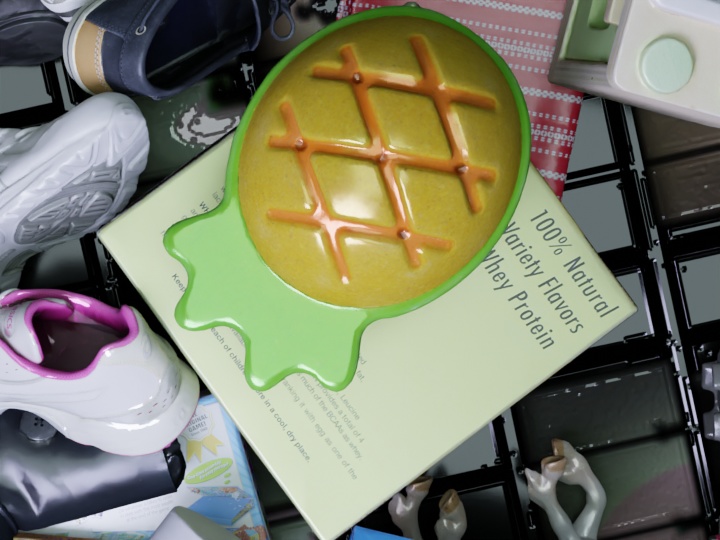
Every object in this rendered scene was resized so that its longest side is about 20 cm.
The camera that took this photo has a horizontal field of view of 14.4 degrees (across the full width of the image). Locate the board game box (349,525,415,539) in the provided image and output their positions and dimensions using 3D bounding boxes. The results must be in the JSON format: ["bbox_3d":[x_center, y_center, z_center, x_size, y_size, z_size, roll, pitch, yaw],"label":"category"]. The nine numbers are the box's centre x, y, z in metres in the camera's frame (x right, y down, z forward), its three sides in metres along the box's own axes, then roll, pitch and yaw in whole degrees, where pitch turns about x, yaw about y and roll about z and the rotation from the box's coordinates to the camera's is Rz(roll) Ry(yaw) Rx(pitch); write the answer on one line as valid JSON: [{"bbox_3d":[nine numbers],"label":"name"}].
[{"bbox_3d":[0.071,0.225,1.507,0.195,0.200,0.056,14,56,-3],"label":"board game box"}]

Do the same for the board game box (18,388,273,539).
[{"bbox_3d":[-0.150,0.155,1.575,0.199,0.034,0.135,-15,94,-1],"label":"board game box"}]

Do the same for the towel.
[{"bbox_3d":[0.050,-0.093,1.573,0.144,0.022,0.201,11,93,-3],"label":"towel"}]

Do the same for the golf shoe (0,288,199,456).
[{"bbox_3d":[-0.181,0.035,1.451,0.199,0.092,0.076,7,58,17],"label":"golf shoe"}]

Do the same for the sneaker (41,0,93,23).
[{"bbox_3d":[-0.113,-0.210,1.548,0.075,0.115,0.201,13,63,38],"label":"sneaker"}]

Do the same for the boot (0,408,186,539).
[{"bbox_3d":[-0.172,0.126,1.491,0.167,0.077,0.201,-14,61,-3],"label":"boot"}]

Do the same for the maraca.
[{"bbox_3d":[-0.005,-0.035,1.370,0.137,0.107,0.200,40,88,4],"label":"maraca"}]

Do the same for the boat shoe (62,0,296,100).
[{"bbox_3d":[-0.067,-0.148,1.511,0.200,0.062,0.075,-36,128,-32],"label":"boat shoe"}]

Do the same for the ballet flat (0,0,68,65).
[{"bbox_3d":[-0.249,-0.140,1.556,0.199,0.067,0.057,-2,53,-2],"label":"ballet flat"}]

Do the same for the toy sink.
[{"bbox_3d":[0.183,-0.144,1.477,0.112,0.200,0.131,14,93,-14],"label":"toy sink"}]

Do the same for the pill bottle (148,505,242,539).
[{"bbox_3d":[-0.117,0.228,1.469,0.119,0.120,0.200,35,92,-3],"label":"pill bottle"}]

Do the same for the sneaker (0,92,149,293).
[{"bbox_3d":[-0.194,-0.050,1.508,0.200,0.078,0.100,-35,67,32],"label":"sneaker"}]

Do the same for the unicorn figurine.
[{"bbox_3d":[0.102,0.169,1.570,0.199,0.074,0.138,-11,103,13],"label":"unicorn figurine"}]

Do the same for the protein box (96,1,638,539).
[{"bbox_3d":[0.000,0.000,1.493,0.200,0.135,0.199,-37,93,-3],"label":"protein box"}]

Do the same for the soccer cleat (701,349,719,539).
[{"bbox_3d":[0.234,0.134,1.565,0.086,0.070,0.201,-1,93,-1],"label":"soccer cleat"}]

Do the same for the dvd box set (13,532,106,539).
[{"bbox_3d":[-0.165,0.216,1.544,0.199,0.029,0.147,4,92,-1],"label":"dvd box set"}]
